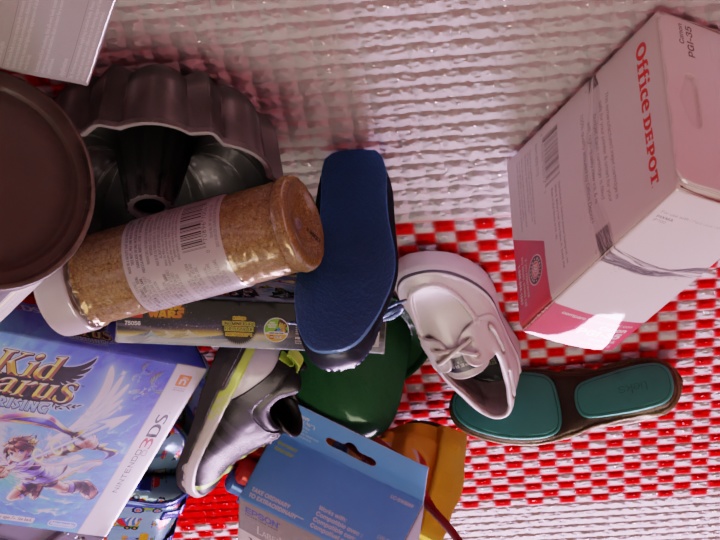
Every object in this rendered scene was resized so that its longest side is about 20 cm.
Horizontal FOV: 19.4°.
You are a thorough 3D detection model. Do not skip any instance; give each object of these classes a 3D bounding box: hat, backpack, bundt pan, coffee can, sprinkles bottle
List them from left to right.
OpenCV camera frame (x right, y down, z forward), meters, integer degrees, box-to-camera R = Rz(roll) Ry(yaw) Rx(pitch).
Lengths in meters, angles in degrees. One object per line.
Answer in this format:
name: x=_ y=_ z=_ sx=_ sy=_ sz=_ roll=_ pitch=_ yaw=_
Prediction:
coffee can: x=-0.274 y=-0.027 z=1.368 sx=0.146 sy=0.147 sz=0.200 roll=15 pitch=155 yaw=-23
backpack: x=-0.214 y=0.134 z=1.751 sx=0.182 sy=0.135 sz=0.200 roll=10 pitch=145 yaw=-14
bundt pan: x=-0.147 y=-0.074 z=1.475 sx=0.201 sy=0.076 sz=0.202 roll=-1 pitch=148 yaw=0
sprinkles bottle: x=-0.126 y=-0.009 z=1.443 sx=0.199 sy=0.069 sz=0.068 roll=-15 pitch=145 yaw=21
hat: x=-0.013 y=0.128 z=1.697 sx=0.199 sy=0.177 sz=0.166 roll=-2 pitch=146 yaw=1

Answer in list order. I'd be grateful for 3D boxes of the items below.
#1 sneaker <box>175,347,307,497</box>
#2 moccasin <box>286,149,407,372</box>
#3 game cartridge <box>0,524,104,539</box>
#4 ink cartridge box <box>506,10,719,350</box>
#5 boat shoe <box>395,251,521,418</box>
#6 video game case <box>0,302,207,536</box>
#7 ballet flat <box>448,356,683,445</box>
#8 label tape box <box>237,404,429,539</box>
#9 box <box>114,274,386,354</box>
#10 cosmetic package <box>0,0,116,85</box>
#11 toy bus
sneaker: x=-0.090 y=0.125 z=1.656 sx=0.082 sy=0.072 sz=0.200 roll=21 pitch=140 yaw=0
moccasin: x=0.000 y=0.000 z=1.472 sx=0.080 sy=0.201 sz=0.068 roll=3 pitch=135 yaw=10
game cartridge: x=-0.323 y=0.205 z=1.711 sx=0.199 sy=0.039 sz=0.130 roll=21 pitch=138 yaw=-27
ink cartridge box: x=0.187 y=-0.057 z=1.439 sx=0.082 sy=0.147 sz=0.200 roll=14 pitch=145 yaw=-24
boat shoe: x=0.080 y=0.056 z=1.690 sx=0.072 sy=0.066 sz=0.200 roll=-11 pitch=146 yaw=15
video game case: x=-0.243 y=0.114 z=1.594 sx=0.199 sy=0.046 sz=0.182 roll=13 pitch=120 yaw=-36
ballet flat: x=0.178 y=0.113 z=1.800 sx=0.199 sy=0.068 sz=0.072 roll=-12 pitch=165 yaw=10
label tape box: x=-0.027 y=0.216 z=1.727 sx=0.144 sy=0.063 sz=0.201 roll=24 pitch=138 yaw=18
box: x=-0.083 y=0.025 z=1.591 sx=0.199 sy=0.040 sz=0.137 roll=3 pitch=-169 yaw=-5
cosmetic package: x=-0.250 y=-0.189 z=1.287 sx=0.199 sy=0.091 sz=0.107 roll=13 pitch=147 yaw=-15
toy bus: x=-0.026 y=0.186 z=1.841 sx=0.191 sy=0.136 sz=0.200 roll=28 pitch=148 yaw=-17
